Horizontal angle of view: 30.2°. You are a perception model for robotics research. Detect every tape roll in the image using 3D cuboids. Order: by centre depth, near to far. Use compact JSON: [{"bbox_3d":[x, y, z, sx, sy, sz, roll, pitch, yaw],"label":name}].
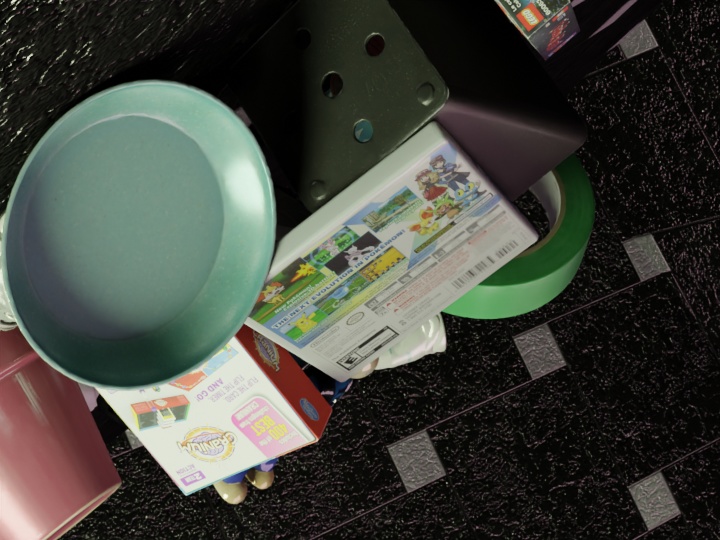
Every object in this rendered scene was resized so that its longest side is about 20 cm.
[{"bbox_3d":[0.102,-0.054,1.158,0.200,0.200,0.048,-37,153,-27],"label":"tape roll"}]

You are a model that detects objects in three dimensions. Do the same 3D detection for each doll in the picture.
[{"bbox_3d":[-0.050,0.117,1.147,0.200,0.049,0.136,-49,163,32],"label":"doll"}]

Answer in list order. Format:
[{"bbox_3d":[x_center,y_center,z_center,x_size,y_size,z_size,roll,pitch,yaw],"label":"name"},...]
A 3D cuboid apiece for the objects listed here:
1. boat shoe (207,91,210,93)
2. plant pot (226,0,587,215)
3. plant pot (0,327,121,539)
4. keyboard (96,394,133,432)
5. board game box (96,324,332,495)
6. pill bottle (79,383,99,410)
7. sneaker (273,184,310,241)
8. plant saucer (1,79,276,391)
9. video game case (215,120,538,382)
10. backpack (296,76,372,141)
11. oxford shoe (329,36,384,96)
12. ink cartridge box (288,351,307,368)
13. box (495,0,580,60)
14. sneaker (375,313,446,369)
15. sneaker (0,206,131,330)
[{"bbox_3d":[-0.169,-0.048,0.966,0.199,0.065,0.072,-40,177,11],"label":"boat shoe"},{"bbox_3d":[0.020,-0.127,1.008,0.199,0.201,0.177,-39,163,19],"label":"plant pot"},{"bbox_3d":[-0.309,0.152,1.156,0.199,0.180,0.200,-37,176,-3],"label":"plant pot"},{"bbox_3d":[-0.169,0.070,1.296,0.039,0.104,0.202,-5,-126,53],"label":"keyboard"},{"bbox_3d":[-0.139,0.072,1.048,0.152,0.201,0.040,-25,-159,32],"label":"board game box"},{"bbox_3d":[-0.232,0.061,1.342,0.199,0.113,0.112,-36,176,-35],"label":"pill bottle"},{"bbox_3d":[-0.064,-0.044,1.294,0.074,0.197,0.080,89,15,-62],"label":"sneaker"},{"bbox_3d":[-0.145,-0.024,0.863,0.199,0.202,0.036,-37,-146,-25],"label":"plant saucer"},{"bbox_3d":[0.017,-0.006,0.984,0.199,0.022,0.182,-36,146,12],"label":"video game case"},{"bbox_3d":[0.028,-0.132,1.309,0.183,0.147,0.200,-42,173,-6],"label":"backpack"},{"bbox_3d":[0.057,-0.214,1.187,0.199,0.071,0.074,-39,179,11],"label":"oxford shoe"},{"bbox_3d":[-0.149,0.039,1.195,0.146,0.201,0.146,-39,178,9],"label":"ink cartridge box"},{"bbox_3d":[0.098,-0.221,0.953,0.038,0.137,0.200,-38,177,12],"label":"box"},{"bbox_3d":[0.000,0.000,1.188,0.079,0.201,0.071,-23,148,-11],"label":"sneaker"},{"bbox_3d":[-0.232,0.032,0.923,0.200,0.116,0.075,-41,176,28],"label":"sneaker"}]
